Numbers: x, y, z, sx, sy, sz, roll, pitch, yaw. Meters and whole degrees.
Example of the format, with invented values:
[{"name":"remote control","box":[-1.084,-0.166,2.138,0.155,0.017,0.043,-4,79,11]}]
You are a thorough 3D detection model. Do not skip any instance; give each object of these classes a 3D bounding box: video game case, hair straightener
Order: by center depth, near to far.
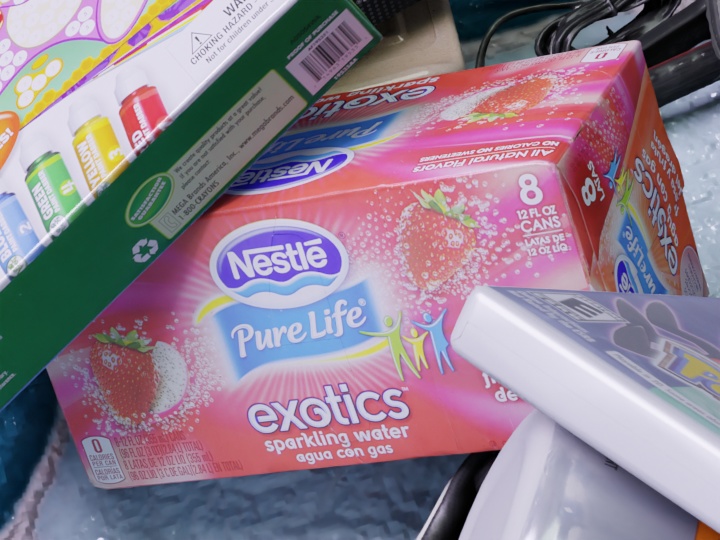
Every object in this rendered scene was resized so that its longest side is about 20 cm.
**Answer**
[{"name":"video game case","box":[0.149,0.059,0.642,0.200,0.182,0.023,33,108,34]},{"name":"hair straightener","box":[0.121,-0.097,0.935,0.200,0.041,0.077,-29,55,-9]}]

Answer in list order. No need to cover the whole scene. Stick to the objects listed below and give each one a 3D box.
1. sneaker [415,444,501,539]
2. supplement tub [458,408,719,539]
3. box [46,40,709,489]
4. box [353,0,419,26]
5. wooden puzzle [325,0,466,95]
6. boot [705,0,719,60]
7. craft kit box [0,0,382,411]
[{"name":"sneaker","box":[0.075,0.073,0.775,0.075,0.088,0.200,23,58,25]},{"name":"supplement tub","box":[0.118,0.125,0.653,0.199,0.123,0.123,22,56,-2]},{"name":"box","box":[0.000,0.000,0.779,0.199,0.096,0.100,-8,23,27]},{"name":"box","box":[-0.067,-0.147,0.922,0.160,0.044,0.200,-31,48,-7]},{"name":"wooden puzzle","box":[-0.061,-0.108,0.950,0.185,0.046,0.200,-15,48,4]},{"name":"boot","box":[0.184,-0.166,0.861,0.068,0.131,0.201,21,70,1]},{"name":"craft kit box","box":[-0.121,-0.069,0.778,0.200,0.049,0.198,-44,49,3]}]
